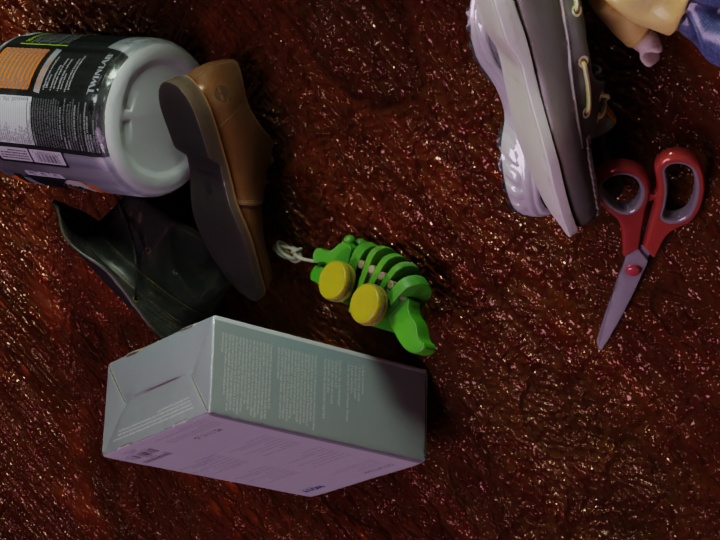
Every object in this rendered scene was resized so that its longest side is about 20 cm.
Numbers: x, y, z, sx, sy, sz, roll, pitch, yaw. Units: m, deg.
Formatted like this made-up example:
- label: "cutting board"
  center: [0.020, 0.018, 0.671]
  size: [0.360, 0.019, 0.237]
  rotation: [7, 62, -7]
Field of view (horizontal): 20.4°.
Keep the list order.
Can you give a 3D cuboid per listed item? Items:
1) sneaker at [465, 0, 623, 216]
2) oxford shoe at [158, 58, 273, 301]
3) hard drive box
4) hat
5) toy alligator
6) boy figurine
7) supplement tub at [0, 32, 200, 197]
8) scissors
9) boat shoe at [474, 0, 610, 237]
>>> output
- label: "sneaker"
  center: [0.123, -0.127, 1.282]
  size: [0.079, 0.074, 0.201]
  rotation: [3, 124, 33]
- label: "oxford shoe"
  center: [-0.091, -0.068, 1.528]
  size: [0.071, 0.071, 0.201]
  rotation: [26, 138, 44]
- label: "hard drive box"
  center: [-0.073, 0.109, 1.525]
  size: [0.155, 0.199, 0.077]
  rotation: [-23, 58, 48]
- label: "hat"
  center: [-0.153, -0.011, 1.608]
  size: [0.201, 0.081, 0.201]
  rotation: [44, -176, -4]
- label: "toy alligator"
  center: [0.000, 0.000, 1.499]
  size: [0.200, 0.059, 0.055]
  rotation: [36, 103, 46]
- label: "boy figurine"
  center: [0.180, -0.179, 1.187]
  size: [0.200, 0.064, 0.125]
  rotation: [38, 137, 21]
- label: "supplement tub"
  center: [-0.222, -0.125, 1.578]
  size: [0.199, 0.122, 0.123]
  rotation: [9, 122, 42]
- label: "scissors"
  center: [0.189, -0.009, 1.322]
  size: [0.073, 0.014, 0.201]
  rotation: [-5, 139, 3]
- label: "boat shoe"
  center: [0.119, -0.114, 1.212]
  size: [0.072, 0.060, 0.203]
  rotation: [-123, 12, -61]
